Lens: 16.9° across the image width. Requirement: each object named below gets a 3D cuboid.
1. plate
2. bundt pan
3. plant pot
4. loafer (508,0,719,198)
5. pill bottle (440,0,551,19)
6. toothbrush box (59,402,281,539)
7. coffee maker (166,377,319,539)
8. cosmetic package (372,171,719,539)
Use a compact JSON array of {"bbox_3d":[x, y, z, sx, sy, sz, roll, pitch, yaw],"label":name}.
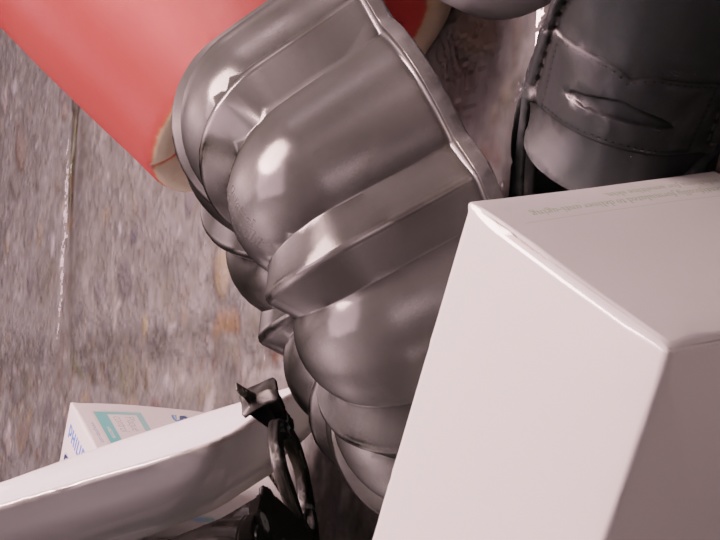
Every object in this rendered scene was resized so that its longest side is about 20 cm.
[{"bbox_3d":[-0.115,0.094,0.968,0.200,0.199,0.032,-19,-89,-77],"label":"plate"},{"bbox_3d":[0.000,0.000,0.803,0.202,0.076,0.202,61,174,11],"label":"bundt pan"},{"bbox_3d":[-0.067,-0.143,0.960,0.178,0.200,0.201,55,143,18],"label":"plant pot"},{"bbox_3d":[0.081,-0.050,0.706,0.201,0.068,0.071,101,-171,-58],"label":"loafer"},{"bbox_3d":[0.019,-0.152,0.777,0.200,0.111,0.111,28,119,22],"label":"pill bottle"},{"bbox_3d":[-0.098,0.182,1.126,0.146,0.085,0.201,-130,51,-60],"label":"toothbrush box"},{"bbox_3d":[-0.101,0.162,0.811,0.192,0.199,0.135,-87,-24,-57],"label":"coffee maker"},{"bbox_3d":[0.067,0.081,0.686,0.085,0.107,0.201,36,121,40],"label":"cosmetic package"}]
